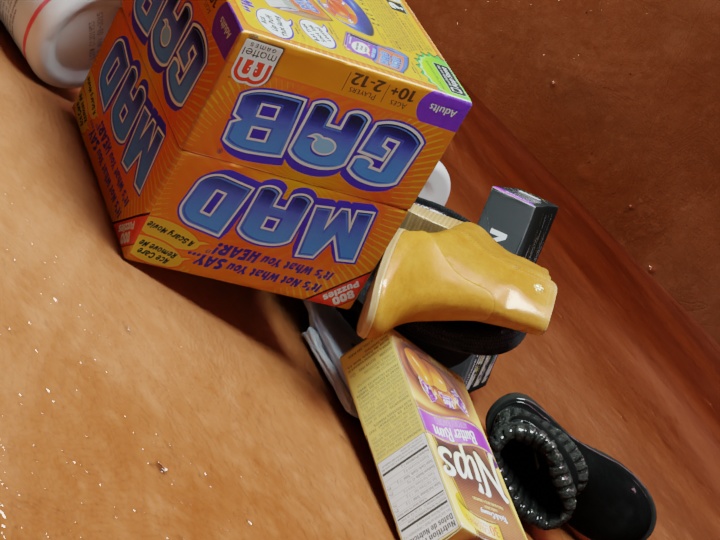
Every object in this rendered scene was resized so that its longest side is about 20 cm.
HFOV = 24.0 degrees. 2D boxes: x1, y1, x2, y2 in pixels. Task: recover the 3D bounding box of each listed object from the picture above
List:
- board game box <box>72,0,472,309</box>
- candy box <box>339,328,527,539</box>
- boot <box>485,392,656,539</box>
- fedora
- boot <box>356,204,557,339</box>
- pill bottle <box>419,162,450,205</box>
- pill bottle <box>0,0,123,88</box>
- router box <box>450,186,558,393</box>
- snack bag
[{"bbox_3d":[-0.075,-0.125,1.287,0.199,0.201,0.201,14,31,-32],"label":"board game box"},{"bbox_3d":[0.061,0.151,1.322,0.116,0.056,0.201,36,26,-45],"label":"candy box"},{"bbox_3d":[0.200,0.208,1.601,0.210,0.080,0.158,36,7,-5],"label":"boot"},{"bbox_3d":[0.046,0.023,1.462,0.199,0.092,0.201,17,39,-14],"label":"fedora"},{"bbox_3d":[0.083,0.018,1.348,0.143,0.071,0.201,25,30,3],"label":"boot"},{"bbox_3d":[0.012,-0.141,1.943,0.114,0.114,0.201,33,19,-48],"label":"pill bottle"},{"bbox_3d":[-0.260,-0.252,1.381,0.201,0.109,0.109,55,15,28],"label":"pill bottle"},{"bbox_3d":[0.124,0.020,1.644,0.051,0.201,0.149,23,7,13],"label":"router box"},{"bbox_3d":[0.010,0.087,1.474,0.188,0.021,0.201,36,18,-45],"label":"snack bag"}]
